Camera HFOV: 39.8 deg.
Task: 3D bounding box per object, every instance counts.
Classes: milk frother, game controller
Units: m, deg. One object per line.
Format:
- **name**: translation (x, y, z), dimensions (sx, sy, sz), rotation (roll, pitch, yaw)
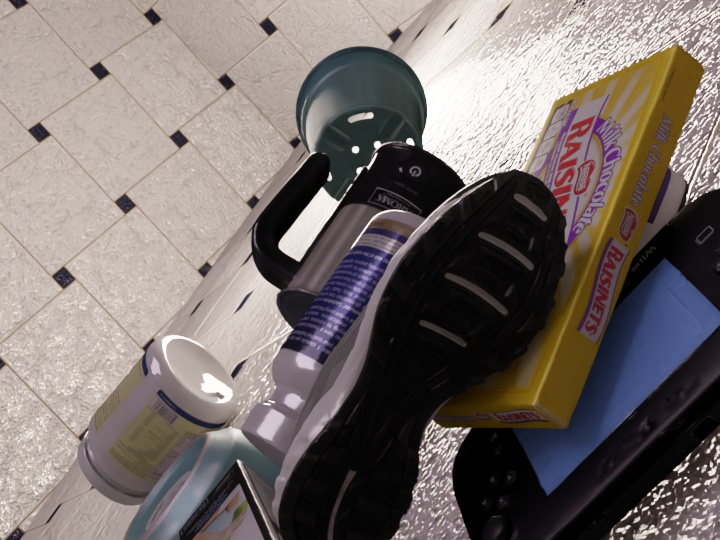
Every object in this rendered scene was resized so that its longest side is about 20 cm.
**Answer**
- **milk frother**: translation (0.000, 0.000, 0.997), dimensions (0.189, 0.178, 0.201), rotation (-55, -31, -25)
- **game controller**: translation (0.119, 0.051, 0.455), dimensions (0.200, 0.042, 0.105), rotation (-48, 31, 13)

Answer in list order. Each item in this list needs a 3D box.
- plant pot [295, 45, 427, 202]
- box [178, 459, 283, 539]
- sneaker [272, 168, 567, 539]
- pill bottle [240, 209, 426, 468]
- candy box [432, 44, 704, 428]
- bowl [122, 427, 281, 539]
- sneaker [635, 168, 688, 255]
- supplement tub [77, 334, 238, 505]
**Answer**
- **plant pot**: translation (0.006, -0.189, 1.388), dimensions (0.200, 0.199, 0.197), rotation (-47, 19, 18)
- **box**: translation (-0.034, 0.181, 0.540), dimensions (0.060, 0.116, 0.200), rotation (-49, 10, -7)
- **sneaker**: translation (0.020, 0.037, 0.466), dimensions (0.201, 0.073, 0.079), rotation (-56, 16, 12)
- **pill bottle**: translation (0.004, 0.065, 0.748), dimensions (0.201, 0.115, 0.116), rotation (-54, 12, -18)
- **candy box**: translation (0.100, -0.015, 0.500), dimensions (0.102, 0.026, 0.202), rotation (-14, 46, 60)
- **bowl**: translation (-0.119, 0.209, 0.812), dimensions (0.201, 0.105, 0.201), rotation (-48, 11, 12)
- **sneaker**: translation (0.124, -0.011, 0.584), dimensions (0.076, 0.087, 0.201), rotation (-37, 18, 47)
- **supplement tub**: translation (-0.274, 0.203, 1.339), dimensions (0.200, 0.144, 0.145), rotation (-47, 12, 17)
